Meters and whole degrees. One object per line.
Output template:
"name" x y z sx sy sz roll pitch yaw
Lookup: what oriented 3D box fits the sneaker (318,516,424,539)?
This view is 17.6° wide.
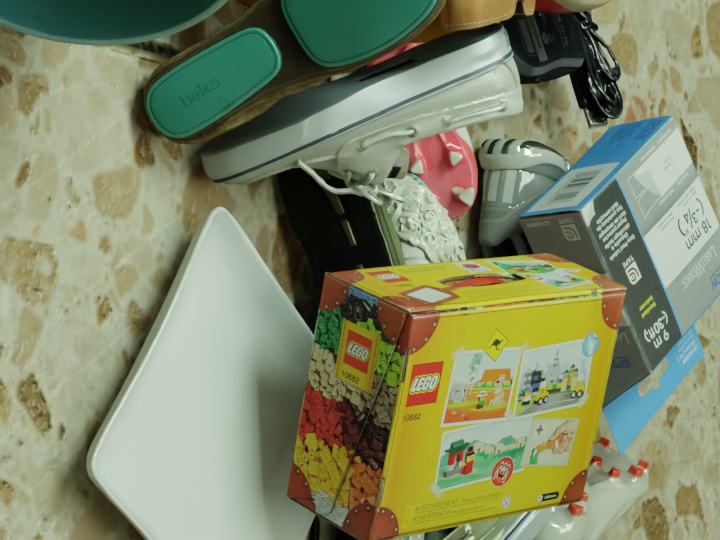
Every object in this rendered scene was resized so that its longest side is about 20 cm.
"sneaker" 0.003 0.218 1.502 0.087 0.075 0.201 -15 93 -50

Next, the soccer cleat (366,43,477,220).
"soccer cleat" 0.037 -0.130 1.572 0.076 0.066 0.201 -116 -168 -77

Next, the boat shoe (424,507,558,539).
"boat shoe" 0.086 0.166 1.624 0.200 0.072 0.062 -54 127 -42

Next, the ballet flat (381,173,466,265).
"ballet flat" 0.043 0.031 1.552 0.072 0.072 0.201 -47 126 -47

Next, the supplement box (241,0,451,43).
"supplement box" -0.007 -0.264 1.430 0.197 0.132 0.201 24 69 -55

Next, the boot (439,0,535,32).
"boot" 0.095 -0.231 1.405 0.200 0.074 0.155 -21 106 -43

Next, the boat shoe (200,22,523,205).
"boat shoe" 0.007 -0.076 1.416 0.201 0.075 0.086 -23 107 -9

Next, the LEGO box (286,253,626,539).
"LEGO box" 0.062 0.075 1.446 0.200 0.077 0.150 -4 111 -44

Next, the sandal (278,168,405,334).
"sandal" 0.001 -0.001 1.493 0.057 0.079 0.202 -39 122 -67

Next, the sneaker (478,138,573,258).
"sneaker" 0.146 -0.018 1.733 0.200 0.075 0.116 21 76 -45

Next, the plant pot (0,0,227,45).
"plant pot" -0.132 -0.253 1.194 0.200 0.199 0.188 57 30 -39

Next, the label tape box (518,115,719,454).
"label tape box" 0.208 0.010 1.686 0.144 0.063 0.201 -43 115 -42

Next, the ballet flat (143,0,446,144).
"ballet flat" -0.034 -0.134 1.349 0.068 0.200 0.072 59 18 -3

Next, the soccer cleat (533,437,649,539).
"soccer cleat" 0.160 0.181 1.754 0.200 0.069 0.078 -23 138 -63

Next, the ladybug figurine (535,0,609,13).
"ladybug figurine" 0.131 -0.247 1.633 0.136 0.072 0.200 50 35 -20

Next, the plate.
"plate" -0.085 0.098 1.391 0.200 0.032 0.200 56 45 -39

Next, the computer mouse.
"computer mouse" 0.119 -0.172 1.697 0.200 0.053 0.139 -2 77 -59
